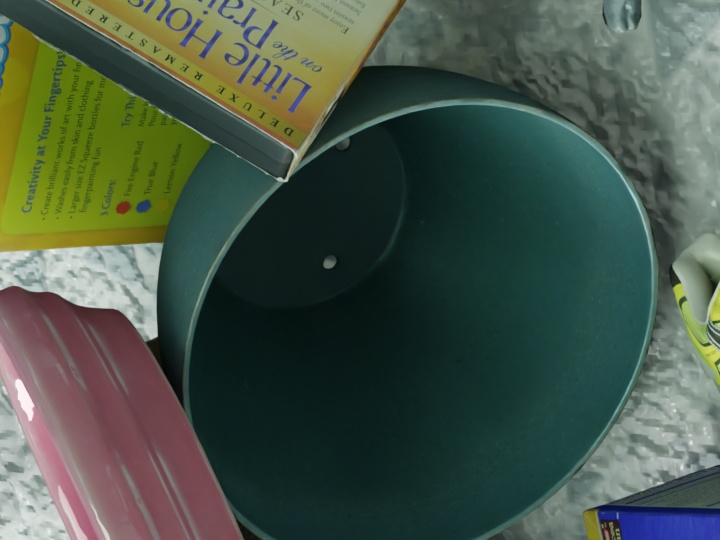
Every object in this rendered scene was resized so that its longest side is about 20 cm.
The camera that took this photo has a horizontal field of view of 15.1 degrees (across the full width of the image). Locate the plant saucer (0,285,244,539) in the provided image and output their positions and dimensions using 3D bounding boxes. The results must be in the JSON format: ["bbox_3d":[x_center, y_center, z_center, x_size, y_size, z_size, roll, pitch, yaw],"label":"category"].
[{"bbox_3d":[-0.083,0.093,1.035,0.201,0.051,0.201,90,154,-66],"label":"plant saucer"}]

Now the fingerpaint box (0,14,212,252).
[{"bbox_3d":[-0.121,-0.109,1.116,0.073,0.166,0.200,54,139,43],"label":"fingerpaint box"}]

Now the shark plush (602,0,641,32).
[{"bbox_3d":[0.091,-0.189,0.990,0.091,0.083,0.200,27,124,22],"label":"shark plush"}]

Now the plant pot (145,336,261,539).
[{"bbox_3d":[-0.047,0.127,1.190,0.187,0.187,0.200,-36,75,40],"label":"plant pot"}]

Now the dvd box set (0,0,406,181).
[{"bbox_3d":[-0.038,-0.147,1.014,0.146,0.200,0.029,30,153,4],"label":"dvd box set"}]

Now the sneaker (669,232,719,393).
[{"bbox_3d":[0.167,0.024,0.986,0.076,0.075,0.200,49,164,-11],"label":"sneaker"}]

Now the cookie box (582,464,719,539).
[{"bbox_3d":[0.175,0.164,1.028,0.200,0.075,0.172,-10,93,67],"label":"cookie box"}]

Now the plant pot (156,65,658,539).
[{"bbox_3d":[0.000,0.000,1.093,0.135,0.200,0.201,-134,40,-55],"label":"plant pot"}]
